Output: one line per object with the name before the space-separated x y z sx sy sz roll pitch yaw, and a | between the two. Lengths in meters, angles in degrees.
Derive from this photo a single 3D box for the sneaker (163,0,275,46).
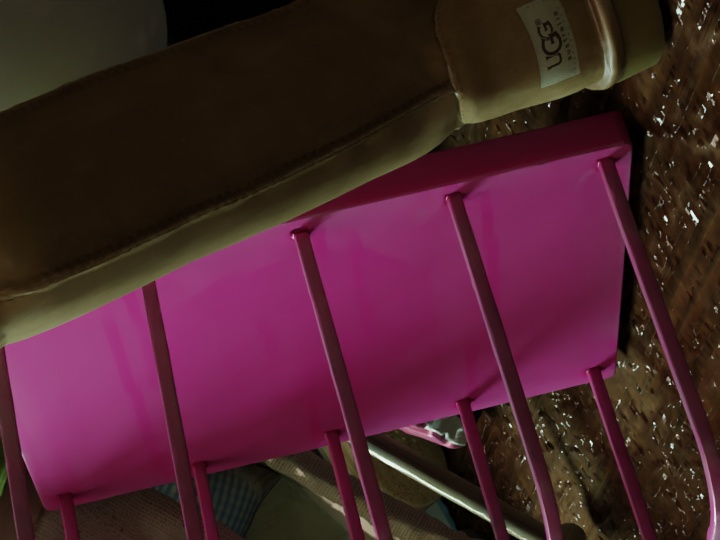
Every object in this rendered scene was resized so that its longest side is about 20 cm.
sneaker | -0.096 -0.118 0.986 0.202 0.067 0.108 52 158 26

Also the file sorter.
file sorter | -0.002 0.062 0.654 0.139 0.199 0.126 83 172 -58

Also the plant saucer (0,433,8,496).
plant saucer | -0.125 0.050 0.775 0.031 0.200 0.200 31 163 3

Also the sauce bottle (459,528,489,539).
sauce bottle | 0.091 0.197 0.942 0.200 0.066 0.066 55 166 35

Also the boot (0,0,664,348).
boot | -0.038 -0.052 0.616 0.066 0.200 0.175 70 164 -14

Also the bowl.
bowl | -0.131 -0.051 0.863 0.090 0.201 0.201 31 165 0

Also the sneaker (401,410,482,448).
sneaker | 0.000 0.000 0.881 0.074 0.088 0.200 13 157 46

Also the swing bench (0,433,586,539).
swing bench | -0.038 0.135 0.806 0.199 0.130 0.200 29 -161 2

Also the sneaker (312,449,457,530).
sneaker | 0.011 0.153 1.114 0.200 0.081 0.077 59 168 15

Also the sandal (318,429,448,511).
sandal | -0.018 0.015 1.022 0.212 0.078 0.070 53 134 7
